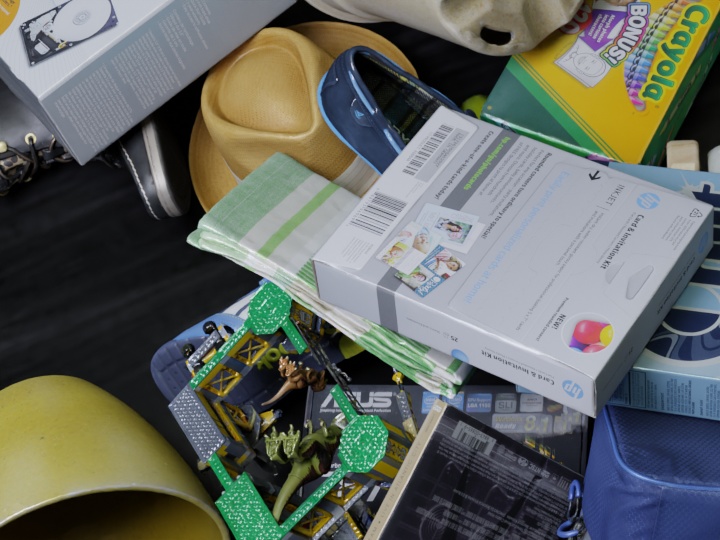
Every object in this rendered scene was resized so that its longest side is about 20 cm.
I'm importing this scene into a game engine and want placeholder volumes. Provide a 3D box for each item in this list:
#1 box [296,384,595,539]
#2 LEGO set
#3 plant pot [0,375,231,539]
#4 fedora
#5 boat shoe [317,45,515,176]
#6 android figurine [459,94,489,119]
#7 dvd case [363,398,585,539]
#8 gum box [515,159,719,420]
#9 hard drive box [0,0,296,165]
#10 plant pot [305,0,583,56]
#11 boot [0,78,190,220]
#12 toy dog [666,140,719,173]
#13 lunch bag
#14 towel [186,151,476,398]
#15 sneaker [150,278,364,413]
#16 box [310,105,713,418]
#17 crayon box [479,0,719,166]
[{"bbox_3d":[0.056,0.160,1.378,0.198,0.049,0.163,0,67,15],"label":"box"},{"bbox_3d":[-0.026,0.114,1.327,0.154,0.116,0.200,-52,49,6],"label":"LEGO set"},{"bbox_3d":[-0.201,0.155,1.376,0.199,0.200,0.143,-26,51,2],"label":"plant pot"},{"bbox_3d":[-0.053,-0.112,1.476,0.199,0.082,0.202,-13,59,22],"label":"fedora"},{"bbox_3d":[0.055,-0.074,1.387,0.199,0.069,0.084,32,62,1],"label":"boat shoe"},{"bbox_3d":[0.092,-0.025,1.447,0.181,0.041,0.201,-27,63,1],"label":"android figurine"},{"bbox_3d":[0.049,0.193,1.265,0.016,0.148,0.201,24,86,47],"label":"dvd case"},{"bbox_3d":[0.209,0.013,1.279,0.198,0.045,0.171,7,50,14],"label":"gum box"},{"bbox_3d":[-0.172,-0.195,1.489,0.200,0.077,0.156,-39,48,-10],"label":"hard drive box"},{"bbox_3d":[0.062,-0.241,1.420,0.200,0.201,0.183,-43,39,-6],"label":"plant pot"},{"bbox_3d":[-0.218,-0.094,1.533,0.150,0.073,0.201,-26,59,2],"label":"boot"},{"bbox_3d":[0.254,-0.003,1.387,0.131,0.096,0.202,16,88,16],"label":"toy dog"},{"bbox_3d":[0.220,0.155,1.264,0.198,0.133,0.136,3,25,0],"label":"lunch bag"},{"bbox_3d":[0.000,0.000,1.345,0.199,0.153,0.024,30,120,8],"label":"towel"},{"bbox_3d":[-0.057,0.041,1.440,0.199,0.074,0.082,-23,22,24],"label":"sneaker"},{"bbox_3d":[0.094,-0.011,1.261,0.199,0.041,0.156,21,54,27],"label":"box"},{"bbox_3d":[0.179,-0.148,1.443,0.118,0.058,0.201,21,62,18],"label":"crayon box"}]
